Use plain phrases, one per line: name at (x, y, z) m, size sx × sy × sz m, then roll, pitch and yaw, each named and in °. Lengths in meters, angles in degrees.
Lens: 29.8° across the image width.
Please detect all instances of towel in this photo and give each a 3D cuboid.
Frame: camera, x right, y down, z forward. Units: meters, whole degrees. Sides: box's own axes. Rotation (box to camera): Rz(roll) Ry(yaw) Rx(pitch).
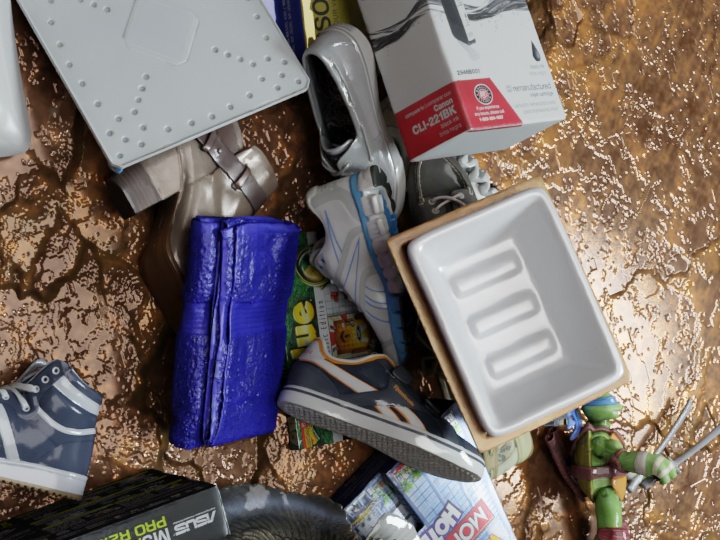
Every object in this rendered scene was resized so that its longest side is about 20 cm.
towel at (-0.102, 0.053, 1.177) m, size 0.147 × 0.049 × 0.201 m, roll -3°, pitch 102°, yaw -60°

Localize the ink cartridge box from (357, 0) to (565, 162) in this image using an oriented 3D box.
ink cartridge box at (0.087, -0.212, 1.238) m, size 0.144 × 0.084 × 0.201 m, roll -12°, pitch 81°, yaw -44°

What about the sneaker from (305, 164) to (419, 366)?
sneaker at (0.000, 0.000, 1.254) m, size 0.075 × 0.086 × 0.201 m, roll -68°, pitch 146°, yaw -62°

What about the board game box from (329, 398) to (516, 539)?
board game box at (0.069, 0.264, 1.303) m, size 0.200 × 0.062 × 0.200 m, roll -44°, pitch 107°, yaw -23°

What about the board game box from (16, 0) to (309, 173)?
board game box at (-0.174, -0.203, 1.171) m, size 0.199 × 0.026 × 0.201 m, roll -27°, pitch 80°, yaw -26°

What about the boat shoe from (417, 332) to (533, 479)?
boat shoe at (0.107, 0.112, 1.322) m, size 0.063 × 0.073 × 0.201 m, roll -31°, pitch 104°, yaw -28°

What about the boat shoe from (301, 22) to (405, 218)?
boat shoe at (-0.010, -0.122, 1.239) m, size 0.068 × 0.072 × 0.201 m, roll -40°, pitch 133°, yaw -41°

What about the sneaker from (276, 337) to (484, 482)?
sneaker at (0.029, 0.124, 1.230) m, size 0.199 × 0.078 × 0.080 m, roll 24°, pitch 67°, yaw -6°

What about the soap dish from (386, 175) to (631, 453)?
soap dish at (0.127, 0.038, 1.191) m, size 0.157 × 0.081 × 0.201 m, roll -23°, pitch 87°, yaw -14°

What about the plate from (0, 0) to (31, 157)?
plate at (-0.373, -0.183, 1.082) m, size 0.198 × 0.032 × 0.201 m, roll -9°, pitch 94°, yaw -22°

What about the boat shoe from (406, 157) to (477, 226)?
boat shoe at (0.091, -0.021, 1.255) m, size 0.066 × 0.057 × 0.201 m, roll -13°, pitch 89°, yaw -10°

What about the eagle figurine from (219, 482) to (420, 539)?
eagle figurine at (-0.049, 0.272, 1.192) m, size 0.151 × 0.199 × 0.152 m, roll 54°, pitch 39°, yaw -48°

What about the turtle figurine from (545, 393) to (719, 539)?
turtle figurine at (0.292, 0.225, 1.380) m, size 0.199 × 0.144 × 0.195 m, roll 6°, pitch 89°, yaw -25°

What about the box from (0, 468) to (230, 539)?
box at (-0.226, 0.217, 1.089) m, size 0.199 × 0.160 × 0.045 m, roll -17°, pitch 95°, yaw -28°

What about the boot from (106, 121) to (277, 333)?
boot at (-0.133, -0.046, 1.204) m, size 0.146 × 0.070 × 0.201 m, roll -34°, pitch 112°, yaw -34°

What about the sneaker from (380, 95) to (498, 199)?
sneaker at (0.077, -0.093, 1.323) m, size 0.081 × 0.075 × 0.200 m, roll -35°, pitch 108°, yaw -4°

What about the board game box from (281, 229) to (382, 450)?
board game box at (-0.030, 0.062, 1.279) m, size 0.104 × 0.023 × 0.201 m, roll -9°, pitch 92°, yaw -27°

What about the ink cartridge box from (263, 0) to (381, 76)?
ink cartridge box at (-0.029, -0.280, 1.279) m, size 0.199 × 0.047 × 0.199 m, roll -9°, pitch 93°, yaw -31°

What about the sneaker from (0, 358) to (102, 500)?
sneaker at (-0.304, 0.110, 1.101) m, size 0.199 × 0.070 × 0.109 m, roll 22°, pitch 78°, yaw -28°

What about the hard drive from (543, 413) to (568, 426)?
hard drive at (0.168, 0.051, 1.310) m, size 0.140 × 0.038 × 0.201 m, roll 14°, pitch 71°, yaw -71°
